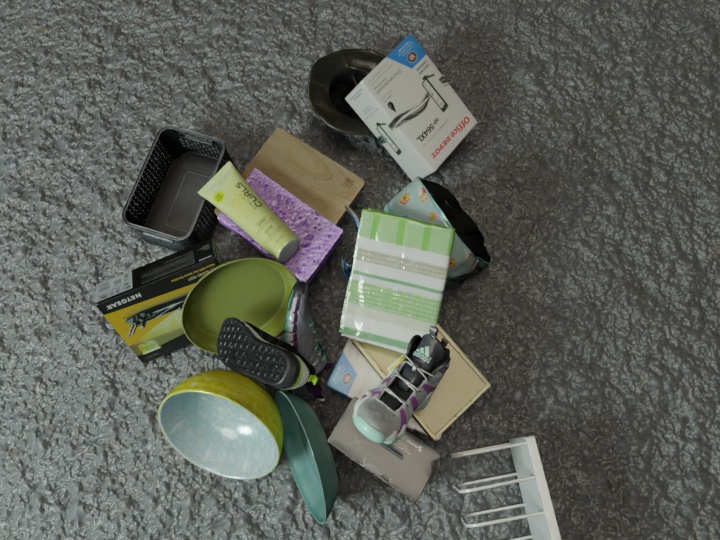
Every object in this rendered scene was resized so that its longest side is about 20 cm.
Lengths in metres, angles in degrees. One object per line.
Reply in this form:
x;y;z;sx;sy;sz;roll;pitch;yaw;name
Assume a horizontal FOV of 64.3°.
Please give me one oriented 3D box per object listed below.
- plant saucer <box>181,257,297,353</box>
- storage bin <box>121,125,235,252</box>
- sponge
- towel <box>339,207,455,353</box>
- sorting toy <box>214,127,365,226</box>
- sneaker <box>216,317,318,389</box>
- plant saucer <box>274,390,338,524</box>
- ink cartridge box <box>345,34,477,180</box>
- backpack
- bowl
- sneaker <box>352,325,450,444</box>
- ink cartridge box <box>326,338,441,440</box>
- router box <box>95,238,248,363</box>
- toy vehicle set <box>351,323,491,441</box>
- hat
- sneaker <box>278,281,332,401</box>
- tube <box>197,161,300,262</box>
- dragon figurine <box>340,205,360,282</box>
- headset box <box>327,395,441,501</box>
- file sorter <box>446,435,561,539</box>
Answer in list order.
-0.196;0.054;0.940;0.198;0.202;0.031;-29;47;-7;plant saucer
-0.325;-0.143;1.044;0.133;0.094;0.203;16;73;7;storage bin
-0.137;-0.076;0.977;0.199;0.030;0.112;35;78;11;sponge
0.054;0.019;0.863;0.146;0.031;0.204;14;104;10;towel
-0.124;-0.121;1.041;0.198;0.070;0.200;32;77;11;sorting toy
-0.145;0.136;0.883;0.198;0.082;0.073;25;91;39;sneaker
-0.078;0.273;0.862;0.035;0.200;0.203;-15;72;-22;plant saucer
0.094;-0.287;1.028;0.200;0.084;0.146;47;70;-13;ink cartridge box
0.115;-0.055;0.945;0.152;0.200;0.178;-33;75;10;backpack
-0.203;0.221;0.902;0.196;0.203;0.108;14;38;6;bowl
0.067;0.138;0.772;0.077;0.199;0.142;32;113;15;sneaker
0.057;0.185;0.942;0.197;0.067;0.117;26;74;10;ink cartridge box
-0.305;0.054;0.947;0.197;0.159;0.053;-22;45;-5;router box
0.094;0.147;0.904;0.124;0.027;0.201;-38;75;-11;toy vehicle set
-0.012;-0.325;1.095;0.196;0.081;0.205;4;73;-14;hat
-0.085;0.119;0.948;0.086;0.075;0.204;6;104;-7;sneaker
-0.183;-0.095;0.946;0.200;0.052;0.058;44;42;18;tube
0.000;0.000;0.953;0.098;0.059;0.202;-31;111;5;dragon figurine
0.035;0.264;0.850;0.147;0.200;0.076;31;76;12;headset box
0.211;0.362;0.848;0.122;0.139;0.204;-12;73;1;file sorter
